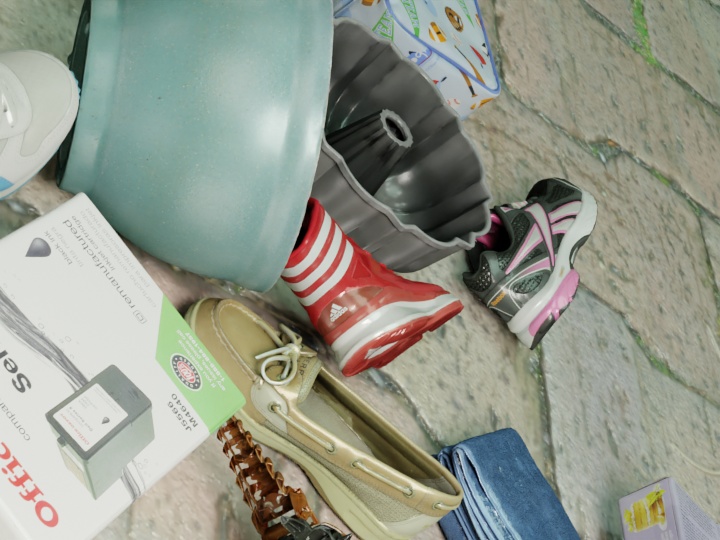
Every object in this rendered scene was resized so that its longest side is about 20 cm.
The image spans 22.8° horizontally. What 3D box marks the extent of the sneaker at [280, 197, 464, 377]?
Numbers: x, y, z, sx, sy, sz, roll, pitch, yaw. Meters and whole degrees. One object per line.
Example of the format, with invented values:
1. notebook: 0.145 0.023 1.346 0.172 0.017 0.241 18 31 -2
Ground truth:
1. sneaker: 0.000 0.000 1.157 0.116 0.078 0.200 55 7 6

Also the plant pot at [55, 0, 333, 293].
1. plant pot: -0.107 -0.096 1.057 0.134 0.201 0.201 10 45 -14

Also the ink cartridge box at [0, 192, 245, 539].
1. ink cartridge box: -0.167 0.066 0.880 0.146 0.084 0.200 52 30 -2

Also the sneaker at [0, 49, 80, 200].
1. sneaker: -0.220 -0.074 0.911 0.200 0.081 0.077 -26 78 -42

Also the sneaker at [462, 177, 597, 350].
1. sneaker: 0.129 -0.028 1.404 0.086 0.080 0.200 35 27 -9

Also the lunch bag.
1. lunch bag: 0.042 -0.210 1.474 0.160 0.076 0.200 32 35 -35

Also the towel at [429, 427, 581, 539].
1. towel: 0.118 0.197 1.176 0.112 0.049 0.200 -6 64 -57

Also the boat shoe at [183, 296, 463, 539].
1. boat shoe: -0.023 0.084 1.082 0.201 0.063 0.073 48 30 -9

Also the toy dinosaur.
1. toy dinosaur: -0.034 0.176 0.969 0.200 0.102 0.136 42 5 9

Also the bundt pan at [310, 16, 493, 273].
1. bundt pan: 0.001 -0.082 1.277 0.202 0.076 0.202 34 35 -29

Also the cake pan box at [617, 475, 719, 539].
1. cake pan box: 0.263 0.271 1.270 0.200 0.052 0.184 43 31 -35
